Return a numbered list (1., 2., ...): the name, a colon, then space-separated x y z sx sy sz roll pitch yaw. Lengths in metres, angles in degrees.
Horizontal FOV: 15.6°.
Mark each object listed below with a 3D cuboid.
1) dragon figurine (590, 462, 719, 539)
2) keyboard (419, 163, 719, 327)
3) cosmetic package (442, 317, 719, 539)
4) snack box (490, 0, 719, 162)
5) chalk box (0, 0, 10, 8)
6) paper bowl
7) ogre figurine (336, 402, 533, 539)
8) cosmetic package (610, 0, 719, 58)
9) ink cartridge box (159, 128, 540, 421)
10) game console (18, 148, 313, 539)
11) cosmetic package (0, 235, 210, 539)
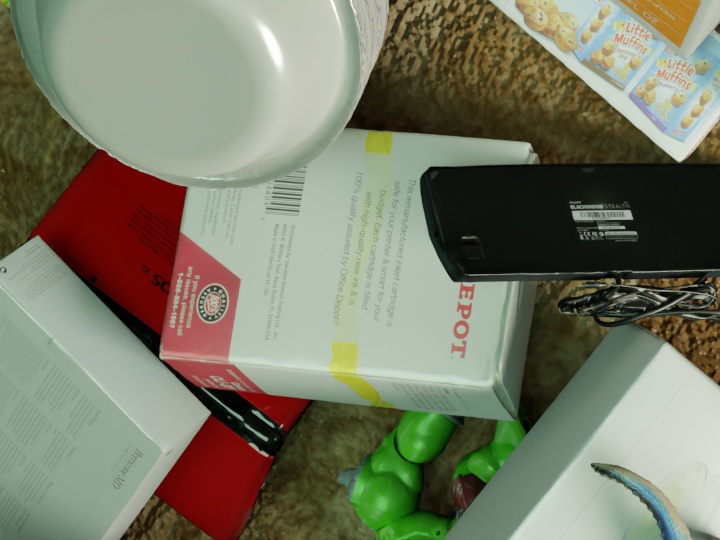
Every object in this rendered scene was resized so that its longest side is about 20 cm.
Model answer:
1. dragon figurine: 0.176 0.191 1.338 0.200 0.059 0.100 42 81 -16
2. keyboard: 0.131 -0.009 1.444 0.199 0.105 0.040 -1 145 -17
3. cosmetic package: 0.165 0.169 1.432 0.200 0.123 0.200 39 91 -6
4. snack box: 0.129 -0.153 1.490 0.200 0.024 0.072 42 109 8
5. chalk box: -0.158 -0.255 1.521 0.123 0.124 0.201 33 111 11
6. paper bowl: -0.091 -0.132 1.404 0.199 0.105 0.202 9 130 11
7. ogre figurine: 0.066 0.153 1.535 0.119 0.098 0.201 -28 101 10
8. cosmetic package: 0.173 -0.206 1.373 0.101 0.200 0.071 39 68 10
9. ink cartridge box: 0.000 0.000 1.502 0.199 0.083 0.146 6 74 16
10. game console: -0.110 0.037 1.617 0.200 0.119 0.173 36 79 10
11. cosmetic package: -0.191 0.095 1.598 0.151 0.052 0.200 47 138 8
